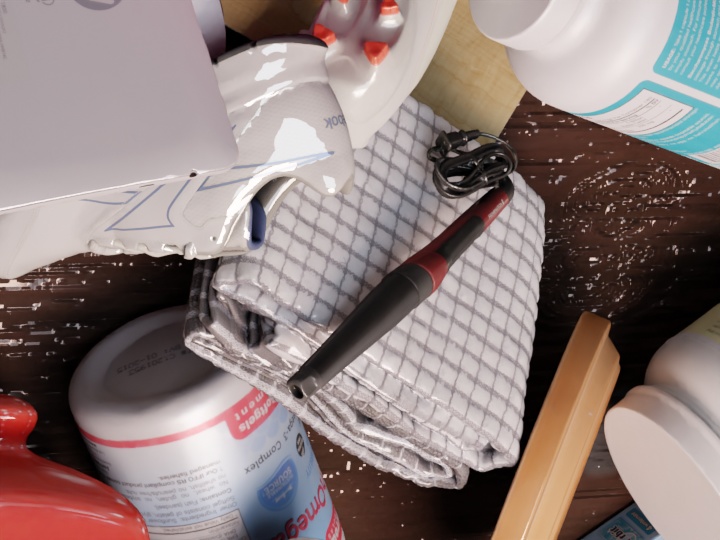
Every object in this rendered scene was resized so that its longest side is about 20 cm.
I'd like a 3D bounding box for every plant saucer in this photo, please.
[{"bbox_3d":[0.098,0.120,1.543,0.032,0.200,0.201,20,104,5],"label":"plant saucer"}]

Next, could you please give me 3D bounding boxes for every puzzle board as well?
[{"bbox_3d":[0.024,-0.160,1.488,0.200,0.017,0.151,28,97,-31],"label":"puzzle board"}]

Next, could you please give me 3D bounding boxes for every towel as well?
[{"bbox_3d":[0.000,0.000,1.462,0.200,0.086,0.166,32,54,-31],"label":"towel"}]

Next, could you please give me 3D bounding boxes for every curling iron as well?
[{"bbox_3d":[0.019,-0.002,1.405,0.050,0.026,0.200,38,53,0],"label":"curling iron"}]

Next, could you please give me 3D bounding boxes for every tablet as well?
[{"bbox_3d":[-0.141,-0.124,1.304,0.130,0.014,0.200,-11,70,-19],"label":"tablet"}]

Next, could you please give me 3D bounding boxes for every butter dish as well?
[{"bbox_3d":[-0.189,0.135,1.439,0.200,0.199,0.148,7,85,-27],"label":"butter dish"}]

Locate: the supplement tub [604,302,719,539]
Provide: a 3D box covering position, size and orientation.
[{"bbox_3d":[0.250,0.070,1.599,0.200,0.145,0.145,-35,121,-17],"label":"supplement tub"}]

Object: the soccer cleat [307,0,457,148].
[{"bbox_3d":[0.024,-0.151,1.425,0.078,0.069,0.200,89,26,-59],"label":"soccer cleat"}]

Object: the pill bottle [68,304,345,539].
[{"bbox_3d":[-0.071,0.124,1.510,0.109,0.109,0.200,-27,120,-12],"label":"pill bottle"}]

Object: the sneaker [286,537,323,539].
[{"bbox_3d":[-0.065,0.217,1.455,0.073,0.085,0.200,20,138,-14],"label":"sneaker"}]

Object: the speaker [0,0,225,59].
[{"bbox_3d":[-0.165,-0.099,1.338,0.200,0.081,0.081,-23,119,-21],"label":"speaker"}]

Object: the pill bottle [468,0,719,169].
[{"bbox_3d":[0.151,-0.125,1.489,0.200,0.111,0.111,18,103,-39],"label":"pill bottle"}]

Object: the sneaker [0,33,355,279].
[{"bbox_3d":[-0.094,-0.037,1.351,0.200,0.074,0.087,-25,84,20],"label":"sneaker"}]

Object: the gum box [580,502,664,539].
[{"bbox_3d":[0.175,0.225,1.702,0.200,0.045,0.170,-34,120,-9],"label":"gum box"}]
